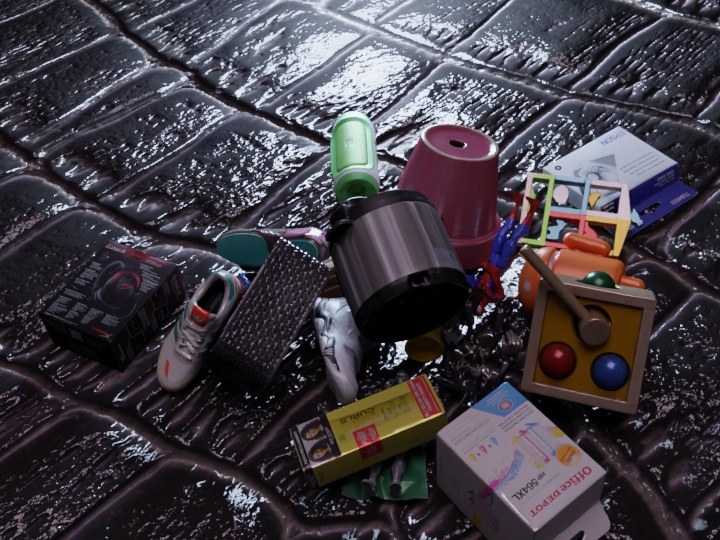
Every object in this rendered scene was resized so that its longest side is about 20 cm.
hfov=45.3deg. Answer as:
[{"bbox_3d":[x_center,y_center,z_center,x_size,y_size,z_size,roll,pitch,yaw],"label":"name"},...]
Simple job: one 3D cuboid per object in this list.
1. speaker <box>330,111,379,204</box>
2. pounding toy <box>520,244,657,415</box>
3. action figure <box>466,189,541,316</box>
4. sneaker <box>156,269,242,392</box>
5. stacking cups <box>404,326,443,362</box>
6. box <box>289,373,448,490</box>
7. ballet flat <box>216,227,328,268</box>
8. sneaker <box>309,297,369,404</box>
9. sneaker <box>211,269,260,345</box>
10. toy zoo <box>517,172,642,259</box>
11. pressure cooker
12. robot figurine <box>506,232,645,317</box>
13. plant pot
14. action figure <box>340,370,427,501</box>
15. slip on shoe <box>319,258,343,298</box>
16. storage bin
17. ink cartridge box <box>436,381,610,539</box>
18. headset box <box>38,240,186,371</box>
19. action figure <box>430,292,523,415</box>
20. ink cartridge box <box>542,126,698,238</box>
[{"bbox_3d":[-0.010,-0.204,1.589,0.087,0.089,0.201,-5,46,1],"label":"speaker"},{"bbox_3d":[0.300,0.075,1.177,0.182,0.203,0.142,10,8,15],"label":"pounding toy"},{"bbox_3d":[0.197,-0.027,1.331,0.098,0.202,0.065,13,9,-35],"label":"action figure"},{"bbox_3d":[-0.246,0.084,1.278,0.070,0.093,0.201,30,81,5],"label":"sneaker"},{"bbox_3d":[0.103,0.049,1.355,0.060,0.061,0.201,1,43,7],"label":"stacking cups"},{"bbox_3d":[0.012,0.211,1.137,0.198,0.050,0.076,-20,46,-6],"label":"box"},{"bbox_3d":[-0.143,-0.044,1.458,0.197,0.070,0.071,0,24,20],"label":"ballet flat"},{"bbox_3d":[-0.006,0.105,1.294,0.113,0.076,0.201,-15,43,-5],"label":"sneaker"},{"bbox_3d":[-0.192,0.043,1.370,0.199,0.079,0.075,-34,51,-22],"label":"sneaker"},{"bbox_3d":[0.370,-0.091,1.447,0.197,0.020,0.133,9,74,15],"label":"toy zoo"},{"bbox_3d":[0.049,-0.019,1.236,0.177,0.176,0.202,-21,63,-1],"label":"pressure cooker"},{"bbox_3d":[0.324,0.031,1.304,0.198,0.146,0.117,13,30,22],"label":"robot figurine"},{"bbox_3d":[0.143,-0.128,1.401,0.197,0.181,0.201,7,35,-5],"label":"plant pot"},{"bbox_3d":[0.045,0.221,1.197,0.116,0.055,0.201,2,42,11],"label":"action figure"},{"bbox_3d":[0.000,0.000,1.387,0.198,0.077,0.061,-17,22,17],"label":"slip on shoe"},{"bbox_3d":[-0.136,0.068,1.259,0.093,0.135,0.201,31,67,-6],"label":"storage bin"},{"bbox_3d":[0.205,0.269,1.080,0.128,0.126,0.200,-31,50,-23],"label":"ink cartridge box"},{"bbox_3d":[-0.388,0.046,1.391,0.147,0.076,0.201,17,50,21],"label":"headset box"},{"bbox_3d":[0.170,0.114,1.252,0.117,0.103,0.201,12,46,4],"label":"action figure"},{"bbox_3d":[0.459,-0.159,1.529,0.198,0.041,0.200,-29,50,-21],"label":"ink cartridge box"}]
